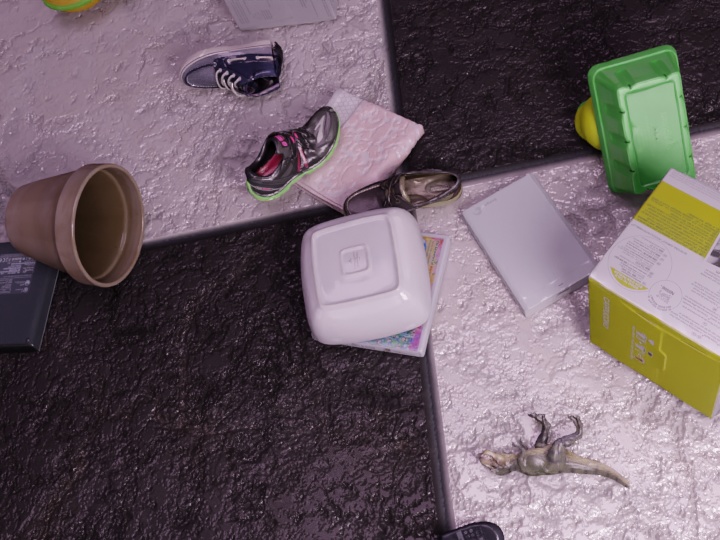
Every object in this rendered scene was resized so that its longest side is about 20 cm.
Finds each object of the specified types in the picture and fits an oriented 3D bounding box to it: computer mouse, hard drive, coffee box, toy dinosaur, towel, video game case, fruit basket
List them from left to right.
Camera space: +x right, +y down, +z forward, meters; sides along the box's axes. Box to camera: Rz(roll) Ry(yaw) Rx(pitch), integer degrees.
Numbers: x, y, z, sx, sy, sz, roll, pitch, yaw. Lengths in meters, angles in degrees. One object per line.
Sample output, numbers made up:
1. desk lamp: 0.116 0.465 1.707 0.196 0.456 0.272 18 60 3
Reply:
1. hard drive: -0.596 0.044 1.612 0.137 0.033 0.203 -3 61 13
2. coffee box: -0.156 -0.598 1.746 0.196 0.200 0.201 -4 61 15
3. towel: -0.020 -0.203 1.591 0.190 0.032 0.201 30 74 27
4. video game case: 0.033 0.027 1.455 0.179 0.024 0.203 7 63 18
5. computer mouse: 0.098 0.381 1.243 0.197 0.034 0.060 -20 77 10
6. hard drive: 0.257 -0.042 1.430 0.130 0.026 0.202 -28 59 -1
7. toy dinosaur: 0.262 0.239 1.264 0.196 0.047 0.090 2 77 16
8. fruit basket: 0.411 -0.225 1.418 0.153 0.216 0.219 -14 59 7
9. coffee box: 0.432 0.033 1.229 0.199 0.200 0.198 34 75 28

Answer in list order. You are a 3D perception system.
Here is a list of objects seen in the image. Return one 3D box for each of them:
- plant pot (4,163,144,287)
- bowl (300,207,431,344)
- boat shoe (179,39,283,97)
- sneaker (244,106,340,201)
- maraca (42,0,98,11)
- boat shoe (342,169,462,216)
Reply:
1. plant pot: -0.483 -0.079 1.553 0.170 0.201 0.203 5 63 19
2. bowl: 0.000 0.000 1.413 0.196 0.075 0.203 -12 66 11
3. boat shoe: -0.235 -0.355 1.706 0.197 0.075 0.094 -14 51 7
4. sneaker: -0.110 -0.199 1.549 0.200 0.084 0.077 -46 60 -9
5. maraca: -0.556 -0.594 1.899 0.197 0.107 0.139 -20 66 4
6. boat shoe: 0.065 -0.125 1.490 0.197 0.065 0.074 -16 75 0
